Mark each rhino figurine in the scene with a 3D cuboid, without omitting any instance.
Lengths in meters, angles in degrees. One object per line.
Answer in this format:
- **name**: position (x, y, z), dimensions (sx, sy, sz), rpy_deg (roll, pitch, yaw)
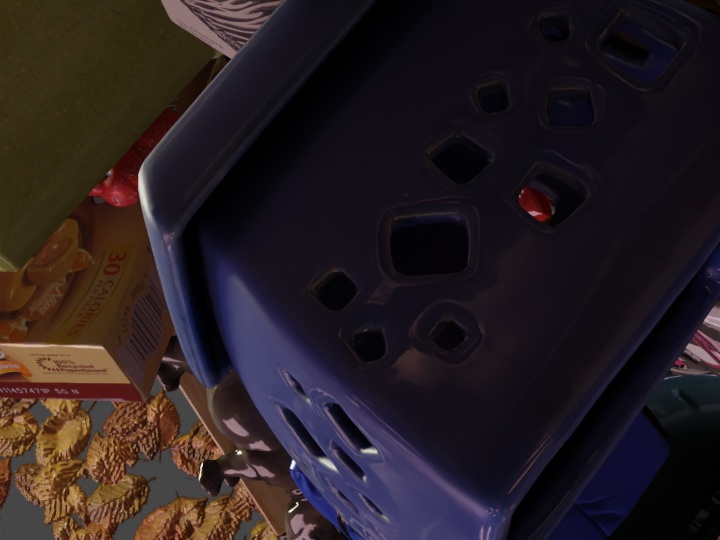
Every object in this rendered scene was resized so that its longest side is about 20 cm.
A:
- **rhino figurine**: position (-0.055, 0.106, 1.178), dimensions (0.200, 0.087, 0.060), rpy_deg (57, -162, -13)

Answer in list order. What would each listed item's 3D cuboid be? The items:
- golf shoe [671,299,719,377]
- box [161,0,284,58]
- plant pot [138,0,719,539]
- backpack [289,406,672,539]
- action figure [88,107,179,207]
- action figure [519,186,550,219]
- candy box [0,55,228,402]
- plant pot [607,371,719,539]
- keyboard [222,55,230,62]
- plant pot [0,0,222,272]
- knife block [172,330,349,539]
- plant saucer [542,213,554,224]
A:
- **golf shoe**: position (0.195, 0.036, 0.848), dimensions (0.200, 0.077, 0.088), rpy_deg (29, 162, 10)
- **box**: position (-0.041, -0.137, 0.726), dimensions (0.082, 0.068, 0.200), rpy_deg (31, 171, 12)
- **plant pot**: position (0.033, -0.011, 0.718), dimensions (0.180, 0.200, 0.200), rpy_deg (36, 164, 13)
- **backpack**: position (0.038, 0.078, 1.079), dimensions (0.200, 0.168, 0.163), rpy_deg (34, 168, 37)
- **action figure**: position (-0.152, -0.074, 1.001), dimensions (0.200, 0.065, 0.052), rpy_deg (23, 160, 29)
- **action figure**: position (0.000, 0.000, 1.000), dimensions (0.200, 0.065, 0.052), rpy_deg (-27, 112, 30)
- **candy box**: position (-0.143, -0.027, 1.029), dimensions (0.115, 0.200, 0.055), rpy_deg (1, 142, 24)
- **plant pot**: position (0.230, 0.178, 1.159), dimensions (0.200, 0.200, 0.196), rpy_deg (25, 176, 36)
- **keyboard**: position (-0.100, -0.092, 1.146), dimensions (0.104, 0.040, 0.200), rpy_deg (13, 166, -7)
- **plant pot**: position (-0.162, -0.109, 0.900), dimensions (0.200, 0.190, 0.200), rpy_deg (31, 170, 6)
- **knife block**: position (-0.046, 0.125, 1.245), dimensions (0.176, 0.064, 0.200), rpy_deg (53, 173, 33)
- **plant saucer**: position (0.086, -0.006, 1.101), dimensions (0.200, 0.037, 0.200), rpy_deg (32, 171, 6)
